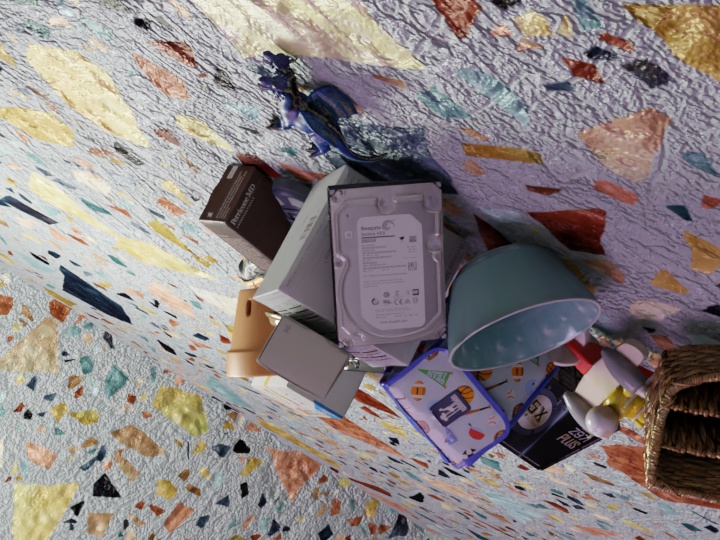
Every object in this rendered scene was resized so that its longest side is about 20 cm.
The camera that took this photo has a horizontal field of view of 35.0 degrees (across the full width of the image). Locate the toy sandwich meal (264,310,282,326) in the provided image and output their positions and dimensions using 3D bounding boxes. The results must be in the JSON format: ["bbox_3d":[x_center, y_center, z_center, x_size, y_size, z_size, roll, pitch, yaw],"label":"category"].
[{"bbox_3d":[-0.043,0.064,1.700,0.205,0.070,0.205,12,178,0],"label":"toy sandwich meal"}]

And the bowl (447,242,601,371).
[{"bbox_3d":[0.190,0.037,1.429,0.201,0.105,0.201,-15,157,-6],"label":"bowl"}]

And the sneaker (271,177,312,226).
[{"bbox_3d":[-0.069,-0.056,1.651,0.070,0.082,0.200,10,156,44],"label":"sneaker"}]

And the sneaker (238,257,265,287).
[{"bbox_3d":[-0.162,-0.022,1.925,0.077,0.078,0.200,56,156,-13],"label":"sneaker"}]

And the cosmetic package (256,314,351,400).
[{"bbox_3d":[-0.077,0.115,1.510,0.105,0.071,0.200,30,174,0],"label":"cosmetic package"}]

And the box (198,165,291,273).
[{"bbox_3d":[-0.135,-0.062,1.706,0.075,0.100,0.200,6,155,48],"label":"box"}]

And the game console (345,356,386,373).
[{"bbox_3d":[-0.036,0.078,1.909,0.177,0.031,0.200,2,116,56],"label":"game console"}]

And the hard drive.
[{"bbox_3d":[0.034,-0.009,1.401,0.140,0.200,0.038,-4,-167,-7],"label":"hard drive"}]

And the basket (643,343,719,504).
[{"bbox_3d":[0.456,0.189,1.391,0.200,0.149,0.143,12,129,4],"label":"basket"}]

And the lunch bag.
[{"bbox_3d":[0.143,0.144,1.544,0.170,0.200,0.124,50,160,-11],"label":"lunch bag"}]

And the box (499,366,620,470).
[{"bbox_3d":[0.275,0.204,1.772,0.200,0.086,0.164,36,126,-27],"label":"box"}]

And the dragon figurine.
[{"bbox_3d":[-0.045,-0.174,1.316,0.200,0.059,0.099,34,162,-17],"label":"dragon figurine"}]

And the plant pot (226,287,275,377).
[{"bbox_3d":[-0.123,0.095,1.860,0.200,0.140,0.200,-4,178,0],"label":"plant pot"}]

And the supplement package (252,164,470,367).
[{"bbox_3d":[0.000,0.000,1.519,0.200,0.191,0.147,31,167,-14],"label":"supplement package"}]

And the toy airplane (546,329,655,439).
[{"bbox_3d":[0.340,0.161,1.578,0.199,0.141,0.200,2,142,43],"label":"toy airplane"}]

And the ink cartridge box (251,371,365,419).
[{"bbox_3d":[-0.105,0.210,2.365,0.147,0.145,0.200,32,163,-21],"label":"ink cartridge box"}]
